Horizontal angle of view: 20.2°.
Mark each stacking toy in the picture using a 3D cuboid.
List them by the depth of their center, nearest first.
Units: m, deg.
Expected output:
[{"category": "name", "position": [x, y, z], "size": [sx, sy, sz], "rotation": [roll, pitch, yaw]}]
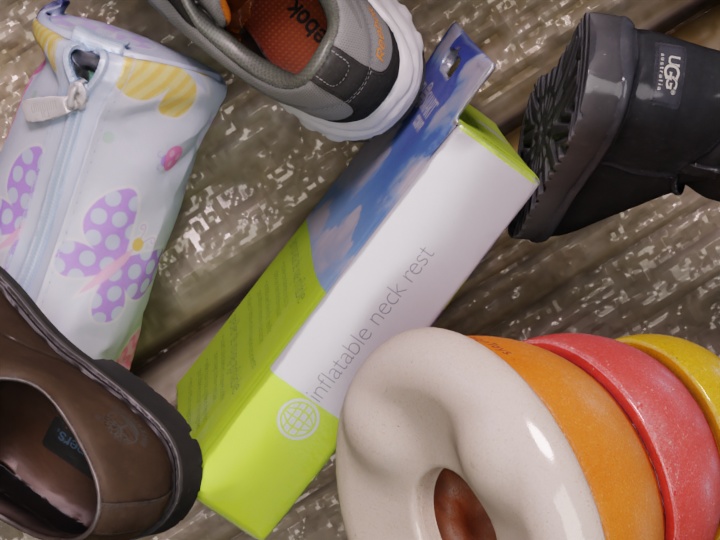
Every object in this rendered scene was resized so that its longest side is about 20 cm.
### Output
[{"category": "stacking toy", "position": [0.104, 0.071, 0.755], "size": [0.200, 0.146, 0.147], "rotation": [-17, 102, -31]}]

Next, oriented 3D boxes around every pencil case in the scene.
[{"category": "pencil case", "position": [-0.120, -0.004, 0.826], "size": [0.083, 0.091, 0.201], "rotation": [18, 100, -3]}]

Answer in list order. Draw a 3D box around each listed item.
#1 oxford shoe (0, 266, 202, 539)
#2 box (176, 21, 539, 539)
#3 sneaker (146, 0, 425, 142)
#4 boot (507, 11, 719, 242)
[{"category": "oxford shoe", "position": [-0.157, 0.036, 0.748], "size": [0.200, 0.084, 0.073], "rotation": [27, 104, 16]}, {"category": "box", "position": [0.000, 0.000, 0.811], "size": [0.048, 0.122, 0.200], "rotation": [36, 99, -13]}, {"category": "sneaker", "position": [-0.061, -0.129, 0.792], "size": [0.200, 0.079, 0.074], "rotation": [39, 99, 18]}, {"category": "boot", "position": [0.167, -0.036, 0.793], "size": [0.199, 0.165, 0.066], "rotation": [9, 78, -5]}]
